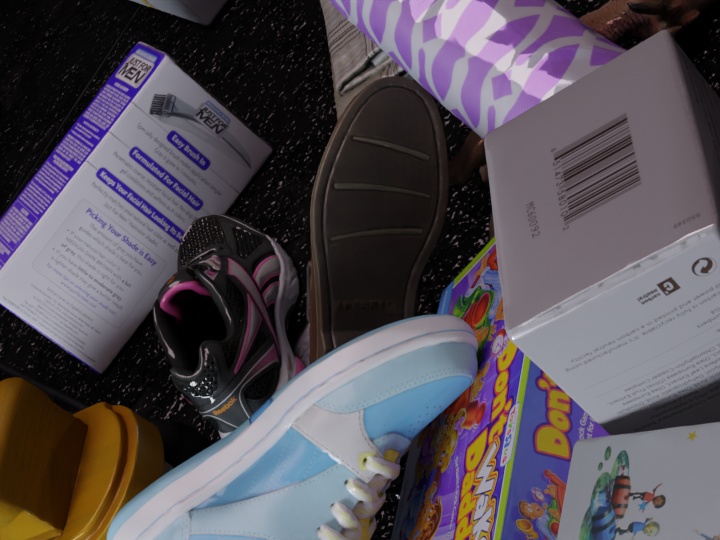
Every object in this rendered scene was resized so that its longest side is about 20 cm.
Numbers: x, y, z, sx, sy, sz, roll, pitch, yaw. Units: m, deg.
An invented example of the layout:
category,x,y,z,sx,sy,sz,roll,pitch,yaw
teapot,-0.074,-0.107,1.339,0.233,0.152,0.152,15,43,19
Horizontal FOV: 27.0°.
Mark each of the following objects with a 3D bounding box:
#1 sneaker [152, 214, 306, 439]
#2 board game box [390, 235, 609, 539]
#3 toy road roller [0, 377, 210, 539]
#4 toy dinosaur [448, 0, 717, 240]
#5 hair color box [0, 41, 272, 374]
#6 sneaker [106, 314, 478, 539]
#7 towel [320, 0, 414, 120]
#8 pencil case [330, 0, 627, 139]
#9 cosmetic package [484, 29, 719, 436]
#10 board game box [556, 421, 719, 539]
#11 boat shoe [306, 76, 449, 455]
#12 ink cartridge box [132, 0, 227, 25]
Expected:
category,x,y,z,sx,sy,sz,roll,pitch,yaw
sneaker,-0.086,0.020,0.911,0.080,0.086,0.200,-40,35,11
board game box,0.066,0.071,0.681,0.135,0.044,0.201,129,159,-54
toy road roller,-0.190,0.141,0.861,0.199,0.146,0.124,-24,42,32
toy dinosaur,0.112,-0.091,0.802,0.135,0.086,0.202,4,66,42
hair color box,-0.166,-0.044,1.039,0.201,0.109,0.065,-52,33,-3
sneaker,-0.008,0.119,0.668,0.199,0.079,0.131,-37,62,11
towel,0.044,-0.212,1.026,0.192,0.034,0.201,-35,38,20
pencil case,0.066,-0.117,0.748,0.085,0.084,0.200,-39,63,-9
cosmetic package,0.138,0.023,0.558,0.084,0.200,0.108,-29,37,24
board game box,0.183,0.105,0.478,0.199,0.147,0.065,-15,46,40
boat shoe,0.000,0.000,0.793,0.068,0.071,0.202,179,99,-78
ink cartridge box,-0.176,-0.319,1.272,0.146,0.144,0.200,-54,35,-5
